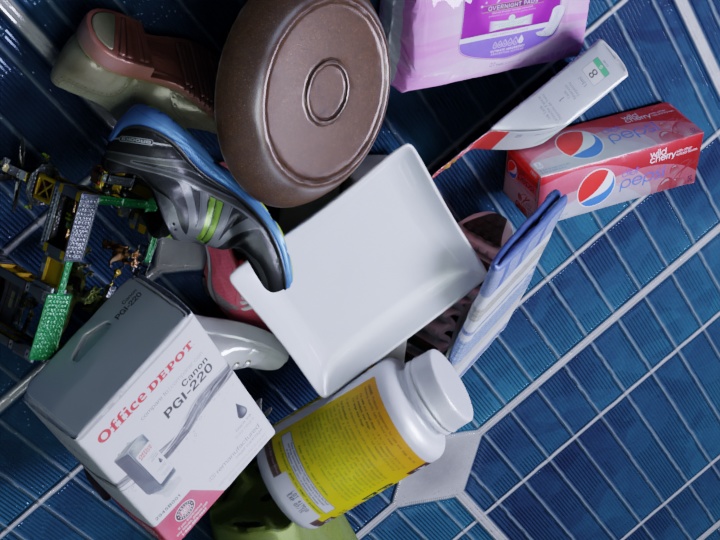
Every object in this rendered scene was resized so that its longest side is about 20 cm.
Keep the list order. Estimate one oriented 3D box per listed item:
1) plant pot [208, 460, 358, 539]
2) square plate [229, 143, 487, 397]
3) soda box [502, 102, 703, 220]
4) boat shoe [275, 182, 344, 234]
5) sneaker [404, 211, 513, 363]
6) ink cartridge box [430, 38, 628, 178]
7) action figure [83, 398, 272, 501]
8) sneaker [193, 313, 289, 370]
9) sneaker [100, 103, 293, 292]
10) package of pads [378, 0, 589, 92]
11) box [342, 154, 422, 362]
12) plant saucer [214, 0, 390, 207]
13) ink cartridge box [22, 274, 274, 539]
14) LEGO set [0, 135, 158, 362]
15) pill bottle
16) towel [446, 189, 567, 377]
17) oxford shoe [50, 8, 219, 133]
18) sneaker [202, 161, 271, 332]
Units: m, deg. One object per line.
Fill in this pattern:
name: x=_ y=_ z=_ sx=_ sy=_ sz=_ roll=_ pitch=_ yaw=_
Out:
plant pot: x=-0.075 y=0.302 z=1.658 sx=0.198 sy=0.200 sz=0.192 roll=-25 pitch=120 yaw=-14
square plate: x=0.000 y=0.000 z=1.435 sx=0.197 sy=0.029 sz=0.201 roll=-36 pitch=134 yaw=-1
soda box: x=0.247 y=-0.110 z=1.606 sx=0.198 sy=0.070 sz=0.064 roll=-16 pitch=132 yaw=-21
boat shoe: x=-0.034 y=-0.118 z=1.428 sx=0.073 sy=0.063 sz=0.203 roll=10 pitch=118 yaw=-15
sneaker: x=0.096 y=0.029 z=1.627 sx=0.201 sy=0.075 sz=0.081 roll=-59 pitch=157 yaw=11
ink cartridge box: x=0.150 y=-0.128 z=1.480 sx=0.200 sy=0.050 sz=0.161 roll=-40 pitch=180 yaw=-2
action figure: x=-0.169 y=0.155 z=1.517 sx=0.199 sy=0.070 sz=0.130 roll=-9 pitch=148 yaw=-46
sneaker: x=-0.159 y=0.085 z=1.476 sx=0.198 sy=0.073 sz=0.086 roll=13 pitch=73 yaw=-30
sneaker: x=-0.133 y=-0.050 z=1.303 sx=0.199 sy=0.071 sz=0.083 roll=43 pitch=87 yaw=-23
package of pads: x=0.109 y=-0.240 z=1.413 sx=0.198 sy=0.076 sz=0.122 roll=-14 pitch=132 yaw=-23
box: x=0.014 y=-0.007 z=1.521 sx=0.067 sy=0.083 sz=0.202 roll=-1 pitch=127 yaw=-11
plant saucer: x=-0.037 y=-0.147 z=1.288 sx=0.199 sy=0.034 sz=0.203 roll=-23 pitch=121 yaw=-45
ink cartridge box: x=-0.177 y=0.123 z=1.360 sx=0.146 sy=0.084 sz=0.201 roll=-48 pitch=140 yaw=-16
LEGO set: x=-0.257 y=-0.012 z=1.352 sx=0.153 sy=0.115 sz=0.202 roll=-8 pitch=117 yaw=-52
pill bottle: x=0.006 y=0.158 z=1.519 sx=0.199 sy=0.110 sz=0.109 roll=-31 pitch=137 yaw=16
towel: x=0.133 y=0.023 z=1.547 sx=0.147 sy=0.024 sz=0.201 roll=-44 pitch=163 yaw=-41
oxford shoe: x=-0.168 y=-0.152 z=1.322 sx=0.199 sy=0.071 sz=0.074 roll=25 pitch=129 yaw=-39
sneaker: x=-0.107 y=0.000 z=1.452 sx=0.073 sy=0.087 sz=0.201 roll=-27 pitch=134 yaw=-10
